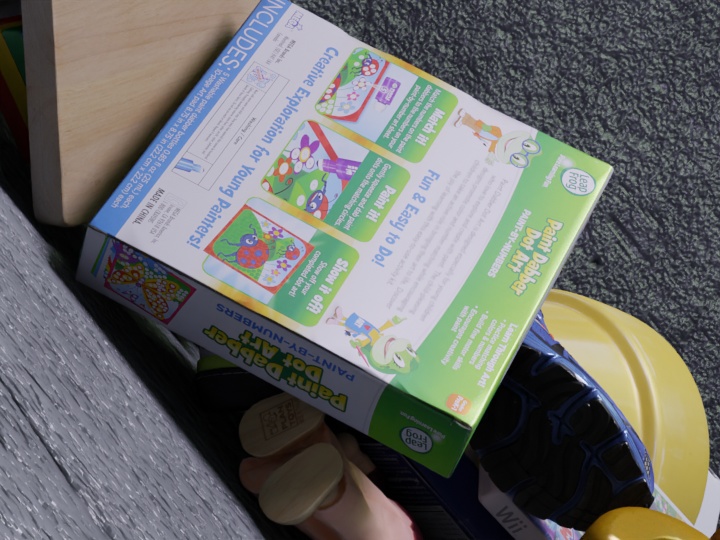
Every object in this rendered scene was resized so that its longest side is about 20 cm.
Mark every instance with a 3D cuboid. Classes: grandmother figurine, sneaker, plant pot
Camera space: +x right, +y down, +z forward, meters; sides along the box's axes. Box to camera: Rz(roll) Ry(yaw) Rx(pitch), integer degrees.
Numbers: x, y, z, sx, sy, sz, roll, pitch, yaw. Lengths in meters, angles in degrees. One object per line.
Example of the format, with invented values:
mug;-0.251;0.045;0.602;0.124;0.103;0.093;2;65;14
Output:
grandmother figurine;0.007;0.131;1.163;0.200;0.060;0.121;53;21;-46
sneaker;-0.030;0.026;1.218;0.200;0.072;0.083;4;79;-75
sneaker;0.076;0.045;1.195;0.200;0.075;0.078;48;29;12
plant pot;0.075;0.098;1.408;0.189;0.201;0.201;23;25;-51

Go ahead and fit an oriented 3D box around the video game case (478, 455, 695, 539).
video game case;0.128;0.134;1.280;0.200;0.018;0.143;47;27;-26

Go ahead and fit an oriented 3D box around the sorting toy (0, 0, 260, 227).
sorting toy;-0.119;-0.140;1.182;0.200;0.069;0.199;-24;116;-57

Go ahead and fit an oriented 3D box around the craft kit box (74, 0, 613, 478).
craft kit box;-0.003;-0.024;1.139;0.197;0.200;0.049;26;-44;7

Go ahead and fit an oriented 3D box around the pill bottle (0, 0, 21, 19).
pill bottle;-0.173;-0.156;1.283;0.113;0.113;0.200;52;4;19

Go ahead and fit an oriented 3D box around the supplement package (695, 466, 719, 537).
supplement package;0.147;0.166;1.612;0.200;0.111;0.156;48;49;-45

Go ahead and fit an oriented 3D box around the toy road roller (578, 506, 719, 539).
toy road roller;0.162;0.169;1.161;0.146;0.123;0.200;36;28;2

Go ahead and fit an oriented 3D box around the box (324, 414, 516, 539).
box;0.047;0.147;1.267;0.200;0.032;0.121;52;-28;-21
